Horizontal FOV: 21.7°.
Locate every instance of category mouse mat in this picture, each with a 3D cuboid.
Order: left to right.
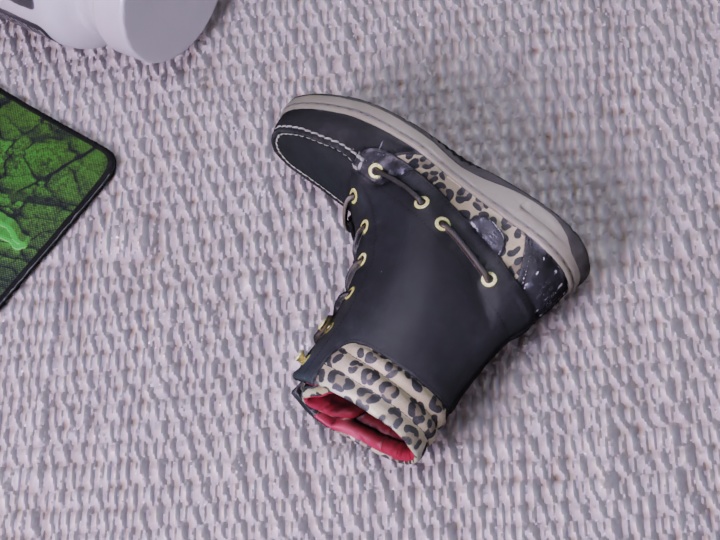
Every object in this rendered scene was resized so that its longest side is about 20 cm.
[{"bbox_3d":[-0.265,-0.050,1.159,0.200,0.008,0.161,29,72,30],"label":"mouse mat"}]

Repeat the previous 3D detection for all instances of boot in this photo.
[{"bbox_3d":[0.000,0.000,1.005,0.204,0.073,0.154,30,68,25],"label":"boot"}]

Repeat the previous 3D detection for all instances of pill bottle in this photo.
[{"bbox_3d":[-0.190,-0.205,1.162,0.200,0.116,0.116,25,71,27],"label":"pill bottle"}]
